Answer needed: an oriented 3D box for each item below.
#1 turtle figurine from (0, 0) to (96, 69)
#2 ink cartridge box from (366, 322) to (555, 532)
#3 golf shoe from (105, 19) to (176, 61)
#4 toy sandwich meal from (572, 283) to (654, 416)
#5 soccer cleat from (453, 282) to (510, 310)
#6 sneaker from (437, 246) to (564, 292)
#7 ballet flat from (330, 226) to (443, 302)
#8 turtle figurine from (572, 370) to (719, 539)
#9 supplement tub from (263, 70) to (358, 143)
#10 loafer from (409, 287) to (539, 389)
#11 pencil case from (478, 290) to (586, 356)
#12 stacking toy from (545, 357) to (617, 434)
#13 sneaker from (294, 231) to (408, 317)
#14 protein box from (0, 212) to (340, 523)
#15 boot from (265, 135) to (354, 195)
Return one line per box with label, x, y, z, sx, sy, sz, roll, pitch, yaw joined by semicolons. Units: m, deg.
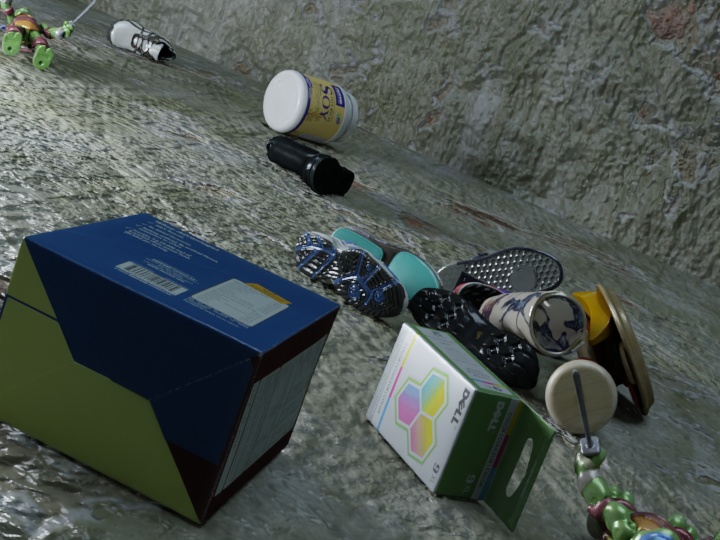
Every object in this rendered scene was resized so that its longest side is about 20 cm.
turtle figurine;-0.635;-0.497;2.305;0.195;0.197;0.145;-107;170;-48
ink cartridge box;0.086;0.139;1.077;0.059;0.105;0.200;14;16;-30
golf shoe;-0.559;-0.590;3.040;0.198;0.079;0.094;7;20;-47
toy sandwich meal;0.334;0.110;1.598;0.069;0.208;0.205;-19;12;6
soccer cleat;0.226;0.066;1.723;0.197;0.069;0.073;21;1;-9
sneaker;0.231;0.007;1.808;0.199;0.078;0.146;-4;-3;28
ballet flat;0.044;-0.002;1.690;0.199;0.073;0.072;30;15;27
turtle figurine;0.254;0.188;0.985;0.141;0.204;0.194;-8;-14;4
supplement tub;-0.116;-0.383;2.789;0.198;0.147;0.145;9;18;-45
loafer;0.142;0.089;1.492;0.199;0.068;0.071;33;-21;33
pencil case;0.220;0.071;1.518;0.089;0.078;0.200;43;-12;-8
stacking toy;0.274;0.146;1.466;0.084;0.087;0.200;24;5;9
sneaker;0.000;0.000;1.565;0.076;0.077;0.199;3;24;-45
protein box;-0.148;0.062;0.913;0.196;0.137;0.200;24;13;10
boot;-0.110;-0.207;2.243;0.161;0.074;0.198;29;7;19
